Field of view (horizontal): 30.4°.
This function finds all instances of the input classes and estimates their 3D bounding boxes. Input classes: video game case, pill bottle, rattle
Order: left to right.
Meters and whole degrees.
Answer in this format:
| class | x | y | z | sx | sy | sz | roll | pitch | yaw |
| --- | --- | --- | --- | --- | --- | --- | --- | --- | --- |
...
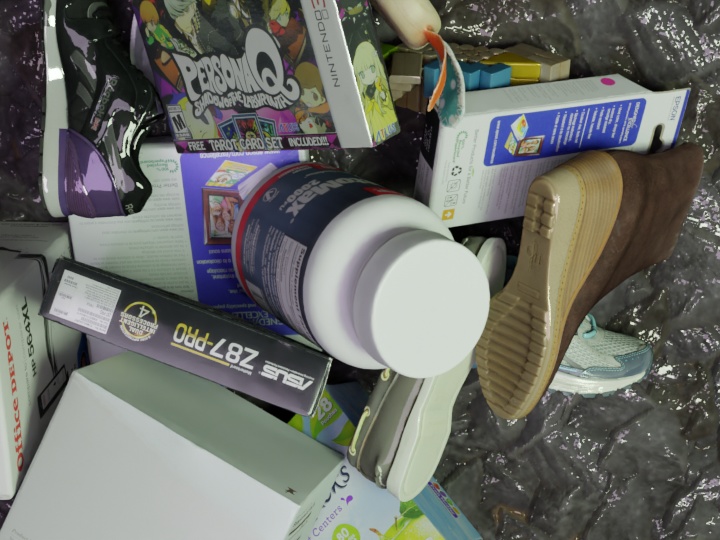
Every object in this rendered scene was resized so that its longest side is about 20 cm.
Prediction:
| class | x | y | z | sx | sy | sz | roll | pitch | yaw |
| --- | --- | --- | --- | --- | --- | --- | --- | --- | --- |
| video game case | -0.076 | -0.170 | 0.885 | 0.198 | 0.036 | 0.184 | 4 | 116 | 42 |
| pill bottle | 0.000 | 0.000 | 0.916 | 0.118 | 0.199 | 0.122 | -9 | 108 | -27 |
| rattle | 0.056 | -0.206 | 0.882 | 0.142 | 0.201 | 0.131 | -29 | 137 | -8 |

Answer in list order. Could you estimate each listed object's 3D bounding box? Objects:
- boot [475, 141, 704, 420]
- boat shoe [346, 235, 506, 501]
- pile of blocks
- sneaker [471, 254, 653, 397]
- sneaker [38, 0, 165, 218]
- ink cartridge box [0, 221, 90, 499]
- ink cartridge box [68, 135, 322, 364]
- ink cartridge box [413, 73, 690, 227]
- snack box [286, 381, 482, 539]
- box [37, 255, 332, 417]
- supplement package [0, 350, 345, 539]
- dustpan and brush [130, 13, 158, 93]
| class | x | y | z | sx | sy | sz | roll | pitch | yaw |
| --- | --- | --- | --- | --- | --- | --- | --- | --- | --- |
| boot | 0.171 | 0.007 | 0.954 | 0.072 | 0.165 | 0.203 | 37 | 126 | 41 |
| boat shoe | 0.048 | 0.064 | 0.970 | 0.060 | 0.072 | 0.204 | 24 | 96 | 29 |
| pile of blocks | 0.051 | -0.126 | 0.961 | 0.196 | 0.082 | 0.063 | 4 | 120 | 6 |
| sneaker | 0.130 | 0.038 | 1.014 | 0.197 | 0.078 | 0.088 | 10 | 107 | 2 |
| sneaker | -0.185 | -0.140 | 0.974 | 0.086 | 0.076 | 0.204 | 1 | 94 | 2 |
| ink cartridge box | -0.272 | 0.062 | 0.998 | 0.083 | 0.200 | 0.148 | 1 | 110 | 6 |
| ink cartridge box | -0.128 | -0.006 | 1.042 | 0.195 | 0.043 | 0.203 | -2 | 107 | 7 |
| ink cartridge box | 0.136 | -0.088 | 0.952 | 0.197 | 0.037 | 0.096 | -8 | 131 | -18 |
| snack box | -0.028 | 0.219 | 1.062 | 0.200 | 0.067 | 0.169 | -47 | 68 | 18 |
| box | -0.118 | 0.047 | 0.952 | 0.197 | 0.161 | 0.050 | 20 | 88 | -2 |
| supplement package | -0.147 | 0.194 | 0.981 | 0.189 | 0.147 | 0.202 | 29 | 100 | 9 |
| dustpan and brush | -0.101 | -0.217 | 0.956 | 0.137 | 0.057 | 0.203 | 6 | 110 | 4 |
